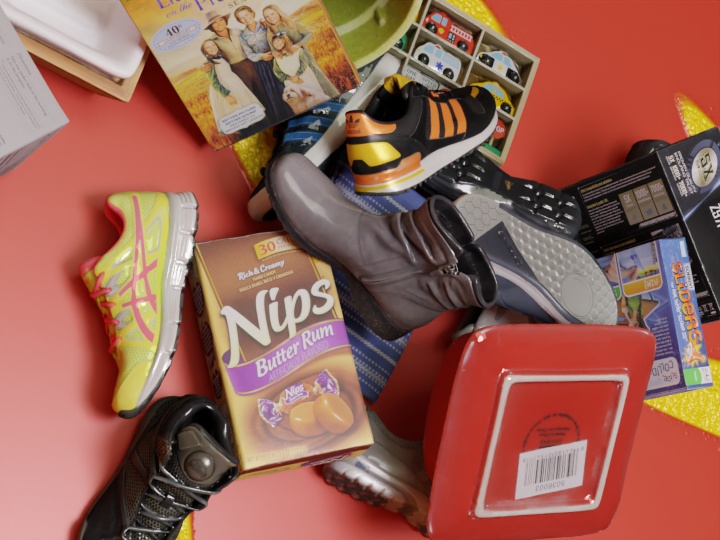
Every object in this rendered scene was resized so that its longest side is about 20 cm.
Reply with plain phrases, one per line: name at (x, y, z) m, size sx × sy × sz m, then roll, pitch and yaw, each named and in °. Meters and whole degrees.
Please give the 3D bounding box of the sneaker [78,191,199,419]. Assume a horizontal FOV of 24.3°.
sneaker at (-0.194, 0.024, 1.389) m, size 0.090 × 0.078 × 0.200 m, roll 12°, pitch 69°, yaw -14°

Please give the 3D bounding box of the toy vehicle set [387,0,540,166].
toy vehicle set at (0.070, -0.196, 1.602) m, size 0.200 × 0.027 × 0.124 m, roll 28°, pitch 67°, yaw -21°

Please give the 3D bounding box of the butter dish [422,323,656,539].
butter dish at (0.129, 0.121, 1.444) m, size 0.200 × 0.148 × 0.200 m, roll 1°, pitch 109°, yaw -30°

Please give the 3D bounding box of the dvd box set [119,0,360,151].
dvd box set at (-0.100, -0.200, 1.391) m, size 0.146 × 0.200 × 0.029 m, roll -23°, pitch 47°, yaw 5°

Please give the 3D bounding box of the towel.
towel at (0.000, 0.000, 1.527) m, size 0.145 × 0.024 × 0.200 m, roll 36°, pitch 66°, yaw -19°

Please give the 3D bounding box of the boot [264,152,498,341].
boot at (0.022, -0.039, 1.398) m, size 0.200 × 0.132 × 0.070 m, roll 48°, pitch 46°, yaw -16°

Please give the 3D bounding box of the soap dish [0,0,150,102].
soap dish at (-0.238, -0.258, 1.417) m, size 0.157 × 0.081 × 0.200 m, roll 27°, pitch 68°, yaw -21°

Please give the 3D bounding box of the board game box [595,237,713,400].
board game box at (0.229, 0.057, 1.531) m, size 0.034 × 0.200 × 0.136 m, roll -4°, pitch 81°, yaw -35°

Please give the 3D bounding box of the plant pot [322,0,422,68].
plant pot at (-0.056, -0.301, 1.458) m, size 0.200 × 0.200 × 0.184 m, roll 14°, pitch 44°, yaw -26°

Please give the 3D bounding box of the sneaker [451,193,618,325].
sneaker at (0.121, 0.011, 1.496) m, size 0.202 × 0.146 × 0.077 m, roll 33°, pitch 57°, yaw -22°

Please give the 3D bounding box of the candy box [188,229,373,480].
candy box at (-0.071, 0.068, 1.424) m, size 0.116 × 0.056 × 0.200 m, roll -10°, pitch 74°, yaw -18°

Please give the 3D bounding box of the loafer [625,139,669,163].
loafer at (0.349, -0.063, 1.698) m, size 0.200 × 0.068 × 0.071 m, roll 26°, pitch 82°, yaw -19°

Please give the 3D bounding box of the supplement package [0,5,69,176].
supplement package at (-0.341, -0.159, 1.294) m, size 0.111 × 0.156 × 0.200 m, roll -32°, pitch 95°, yaw -29°

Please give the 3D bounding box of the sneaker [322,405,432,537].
sneaker at (0.068, 0.188, 1.486) m, size 0.200 × 0.075 × 0.082 m, roll 30°, pitch 68°, yaw -19°

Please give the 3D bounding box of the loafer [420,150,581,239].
loafer at (0.110, -0.069, 1.572) m, size 0.200 × 0.070 × 0.068 m, roll 26°, pitch 46°, yaw -4°

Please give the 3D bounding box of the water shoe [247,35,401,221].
water shoe at (-0.048, -0.130, 1.499) m, size 0.079 × 0.072 × 0.200 m, roll 39°, pitch 72°, yaw 6°

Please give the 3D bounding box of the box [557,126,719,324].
box at (0.274, -0.025, 1.574) m, size 0.086 × 0.200 × 0.164 m, roll -22°, pitch 89°, yaw -32°

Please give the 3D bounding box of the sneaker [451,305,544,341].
sneaker at (0.126, 0.084, 1.549) m, size 0.088 × 0.074 × 0.200 m, roll 0°, pitch 72°, yaw -23°

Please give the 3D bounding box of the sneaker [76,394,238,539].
sneaker at (-0.163, 0.187, 1.340) m, size 0.076 × 0.114 × 0.200 m, roll 33°, pitch 67°, yaw -17°

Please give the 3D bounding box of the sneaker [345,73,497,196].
sneaker at (0.056, -0.140, 1.482) m, size 0.200 × 0.070 × 0.090 m, roll -39°, pitch 122°, yaw -44°
